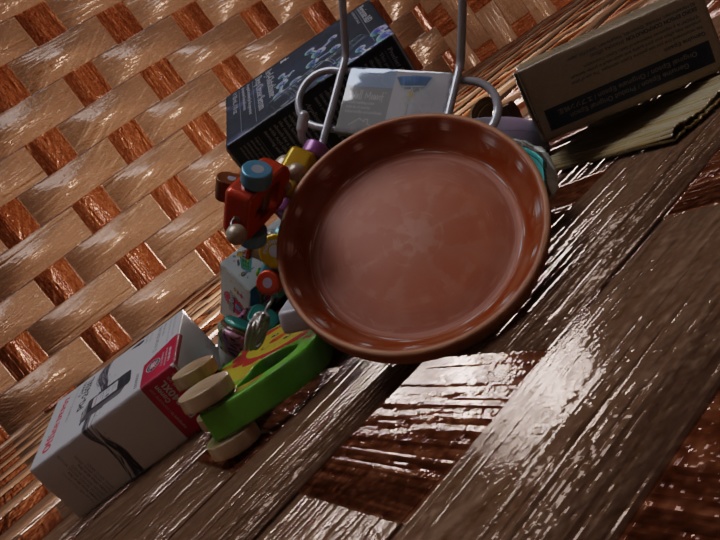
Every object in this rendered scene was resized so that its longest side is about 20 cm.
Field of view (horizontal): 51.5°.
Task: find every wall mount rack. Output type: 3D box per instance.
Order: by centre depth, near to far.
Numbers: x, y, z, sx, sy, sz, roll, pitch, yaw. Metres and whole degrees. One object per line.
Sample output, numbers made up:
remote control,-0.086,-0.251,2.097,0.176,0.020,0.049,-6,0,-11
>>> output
wall mount rack,0.026,-0.182,0.644,0.199,0.175,0.075,10,-8,22

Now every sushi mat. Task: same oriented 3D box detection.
sushi mat,0.245,-0.130,0.676,0.096,0.012,0.200,-39,10,-15

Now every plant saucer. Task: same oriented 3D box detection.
plant saucer,0.037,-0.026,0.541,0.200,0.200,0.032,-38,-33,-4

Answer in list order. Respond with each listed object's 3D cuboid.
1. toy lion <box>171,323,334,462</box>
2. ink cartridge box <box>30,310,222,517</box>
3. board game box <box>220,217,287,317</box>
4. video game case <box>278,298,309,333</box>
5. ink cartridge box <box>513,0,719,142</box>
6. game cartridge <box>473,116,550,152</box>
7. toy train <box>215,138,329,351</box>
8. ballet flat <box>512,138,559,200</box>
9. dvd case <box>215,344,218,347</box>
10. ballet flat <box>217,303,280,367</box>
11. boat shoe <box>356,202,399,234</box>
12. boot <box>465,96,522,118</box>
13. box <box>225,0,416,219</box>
toy lion,-0.080,0.085,0.716,0.191,0.069,0.200,-32,9,-14
ink cartridge box,-0.259,0.158,0.847,0.199,0.084,0.145,-36,22,5
board game box,-0.111,-0.013,1.084,0.200,0.064,0.148,-41,-16,-27
video game case,0.036,-0.010,0.657,0.181,0.023,0.200,-13,16,13
ink cartridge box,0.240,-0.199,0.727,0.164,0.075,0.200,-22,11,18
game cartridge,0.113,-0.122,0.806,0.199,0.041,0.133,-11,-8,-45
toy train,-0.084,-0.033,0.618,0.151,0.055,0.201,-57,-15,-41
ballet flat,0.103,-0.076,0.661,0.072,0.072,0.199,-42,29,-28
dvd case,-0.269,0.182,1.012,0.150,0.025,0.200,-35,11,12
ballet flat,-0.138,0.087,0.899,0.071,0.069,0.200,-61,2,4
boat shoe,0.014,-0.062,0.670,0.076,0.072,0.200,-39,29,-3
boot,0.144,-0.181,1.076,0.154,0.074,0.200,-26,0,29
box,-0.035,-0.172,0.795,0.199,0.107,0.149,-32,31,9
